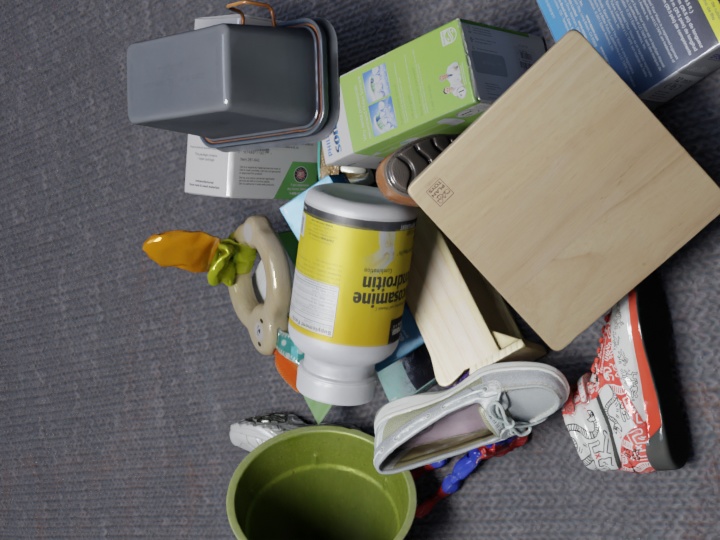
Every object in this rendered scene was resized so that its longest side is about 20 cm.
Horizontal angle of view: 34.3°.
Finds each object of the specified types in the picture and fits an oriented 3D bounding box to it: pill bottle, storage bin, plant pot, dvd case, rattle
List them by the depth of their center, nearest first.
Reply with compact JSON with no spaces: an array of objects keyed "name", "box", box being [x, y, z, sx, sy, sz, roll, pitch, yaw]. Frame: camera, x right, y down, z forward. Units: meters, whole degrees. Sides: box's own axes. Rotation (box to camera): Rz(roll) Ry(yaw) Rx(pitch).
[{"name":"pill bottle","box":[-0.011,0.023,1.135,0.111,0.111,0.202,21,110,40]},{"name":"storage bin","box":[-0.138,-0.201,1.178,0.199,0.134,0.147,0,91,41]},{"name":"plant pot","box":[-0.041,0.306,1.266,0.200,0.199,0.191,37,141,35]},{"name":"rattle","box":[-0.137,0.043,1.287,0.130,0.142,0.202,-26,71,40]},{"name":"dvd case","box":[0.046,0.031,1.289,0.146,0.022,0.201,-38,65,36]}]

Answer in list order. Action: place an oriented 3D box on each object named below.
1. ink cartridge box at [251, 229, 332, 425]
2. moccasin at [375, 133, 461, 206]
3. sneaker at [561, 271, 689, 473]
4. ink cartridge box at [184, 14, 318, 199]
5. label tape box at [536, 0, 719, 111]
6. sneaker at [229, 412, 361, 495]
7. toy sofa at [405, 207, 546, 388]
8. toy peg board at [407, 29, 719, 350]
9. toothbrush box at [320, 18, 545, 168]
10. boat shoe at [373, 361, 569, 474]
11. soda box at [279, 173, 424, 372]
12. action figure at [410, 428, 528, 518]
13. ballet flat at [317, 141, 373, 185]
[{"name":"ink cartridge box","box":[-0.051,0.061,1.337,0.201,0.059,0.104,61,141,25]},{"name":"moccasin","box":[0.086,-0.099,1.127,0.077,0.201,0.074,-20,93,46]},{"name":"sneaker","box":[0.234,0.089,1.089,0.107,0.067,0.204,-12,86,39]},{"name":"ink cartridge box","box":[-0.120,-0.185,1.348,0.083,0.144,0.202,10,98,41]},{"name":"label tape box","box":[0.272,-0.239,1.045,0.199,0.066,0.144,-32,71,36]},{"name":"sneaker","box":[-0.083,0.225,1.380,0.199,0.078,0.101,5,98,43]},{"name":"toy sofa","box":[0.097,0.020,1.185,0.097,0.083,0.201,-32,70,17]},{"name":"toy peg board","box":[0.182,-0.075,1.041,0.200,0.098,0.199,-43,94,15]},{"name":"toothbrush box","box":[0.074,-0.170,1.173,0.199,0.145,0.087,-20,78,42]},{"name":"boat shoe","box":[0.104,0.144,1.111,0.200,0.075,0.065,-17,36,19]},{"name":"soda box","box":[0.000,0.000,1.226,0.068,0.064,0.201,-32,87,16]},{"name":"action figure","box":[0.098,0.188,1.201,0.200,0.099,0.066,-44,64,31]},{"name":"ballet flat","box":[-0.016,-0.084,1.310,0.065,0.070,0.202,-1,79,22]}]
